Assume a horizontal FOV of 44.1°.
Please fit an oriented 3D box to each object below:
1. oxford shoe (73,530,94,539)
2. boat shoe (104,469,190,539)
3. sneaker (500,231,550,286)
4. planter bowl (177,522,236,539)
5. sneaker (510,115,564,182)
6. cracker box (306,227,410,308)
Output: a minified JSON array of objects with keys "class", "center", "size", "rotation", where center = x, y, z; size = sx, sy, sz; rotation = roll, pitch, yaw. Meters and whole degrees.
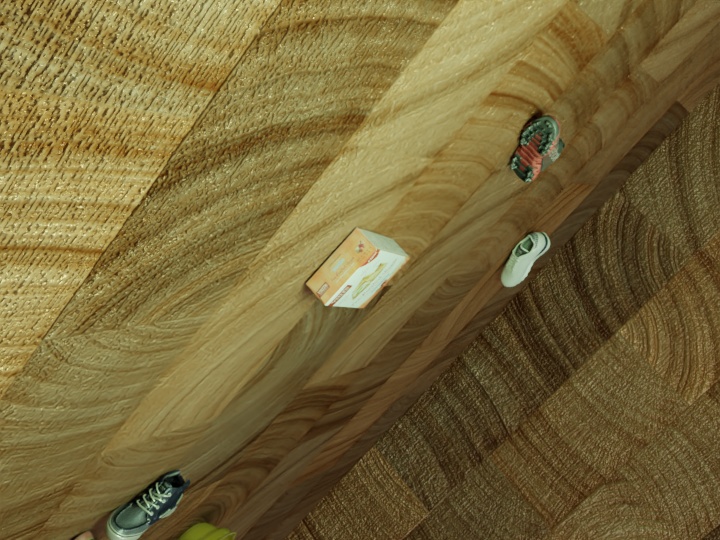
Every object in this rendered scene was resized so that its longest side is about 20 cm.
[{"class":"oxford shoe","center":[-0.529,0.575,1.747],"size":[0.070,0.075,0.201],"rotation":[-37,163,-20]},{"class":"boat shoe","center":[-0.415,0.454,1.744],"size":[0.093,0.074,0.200],"rotation":[-56,168,19]},{"class":"sneaker","center":[0.454,-0.034,2.546],"size":[0.080,0.077,0.201],"rotation":[-5,136,-46]},{"class":"planter bowl","center":[-0.427,0.720,2.323],"size":[0.200,0.084,0.201],"rotation":[-38,163,-13]},{"class":"sneaker","center":[0.364,-0.257,1.768],"size":[0.098,0.071,0.201],"rotation":[-37,164,-17]},{"class":"cracker box","center":[0.000,0.000,1.584],"size":[0.134,0.058,0.200],"rotation":[-47,162,12]}]
